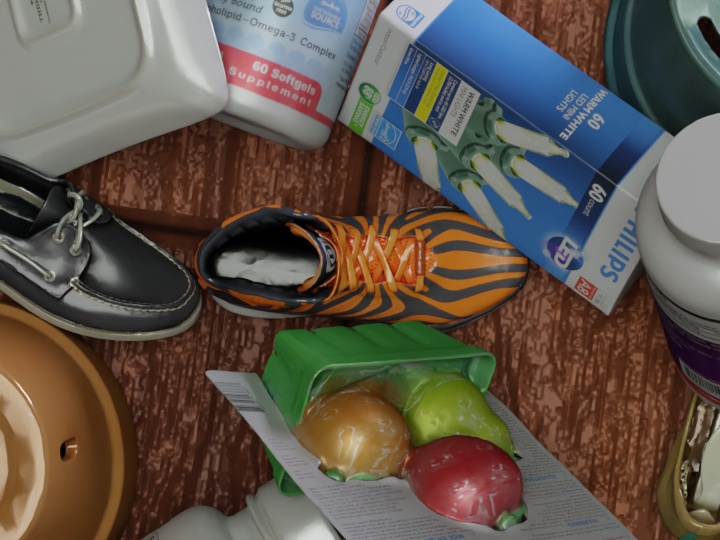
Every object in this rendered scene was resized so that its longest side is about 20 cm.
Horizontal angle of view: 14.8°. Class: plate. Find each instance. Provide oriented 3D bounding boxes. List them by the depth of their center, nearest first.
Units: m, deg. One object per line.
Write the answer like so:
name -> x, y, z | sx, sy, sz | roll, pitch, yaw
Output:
plate -> -0.176, -0.162, 1.614 | 0.200, 0.032, 0.200 | -18, 84, 39

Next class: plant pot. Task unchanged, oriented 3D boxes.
plant pot -> 0.241, -0.141, 1.557 | 0.199, 0.196, 0.201 | 0, 83, 2
plant pot -> -0.236, 0.113, 1.604 | 0.199, 0.140, 0.201 | 0, 87, 3

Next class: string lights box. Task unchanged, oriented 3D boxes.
string lights box -> 0.093, -0.076, 1.601 | 0.200, 0.103, 0.059 | 36, 54, 10

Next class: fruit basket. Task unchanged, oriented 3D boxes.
fruit basket -> 0.033, 0.112, 1.544 | 0.200, 0.185, 0.094 | 50, 130, 37

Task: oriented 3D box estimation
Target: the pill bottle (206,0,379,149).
pill bottle -> -0.037, -0.180, 1.624 | 0.108, 0.109, 0.201 | 19, 88, 4

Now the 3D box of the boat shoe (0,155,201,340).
boat shoe -> -0.184, -0.020, 1.631 | 0.199, 0.063, 0.073 | 24, 55, 0

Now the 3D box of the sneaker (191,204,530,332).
sneaker -> 0.000, 0.000, 1.609 | 0.199, 0.112, 0.078 | -4, 87, 2

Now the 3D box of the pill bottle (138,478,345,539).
pill bottle -> -0.096, 0.202, 1.602 | 0.200, 0.114, 0.115 | -33, 85, 1

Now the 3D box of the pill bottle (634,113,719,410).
pill bottle -> 0.211, -0.005, 1.502 | 0.112, 0.200, 0.113 | -6, 63, 11

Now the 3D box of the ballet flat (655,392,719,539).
ballet flat -> 0.228, 0.066, 1.618 | 0.068, 0.063, 0.201 | 16, 88, 1
